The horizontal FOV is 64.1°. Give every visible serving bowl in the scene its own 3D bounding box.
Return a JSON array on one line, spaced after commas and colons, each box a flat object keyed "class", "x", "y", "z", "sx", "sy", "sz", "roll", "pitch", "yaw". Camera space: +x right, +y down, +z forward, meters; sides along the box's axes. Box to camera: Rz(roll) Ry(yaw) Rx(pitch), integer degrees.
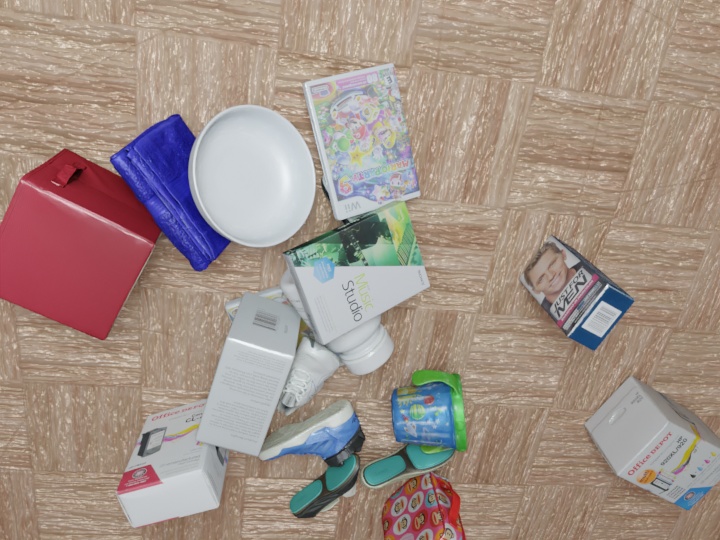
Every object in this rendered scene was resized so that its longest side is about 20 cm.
[{"class": "serving bowl", "x": -0.164, "y": -0.134, "z": 0.842, "sx": 0.199, "sy": 0.066, "sz": 0.202, "roll": -1, "pitch": 92, "yaw": -40}]

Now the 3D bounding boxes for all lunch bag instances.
[{"class": "lunch bag", "x": 0.126, "y": 0.486, "z": 1.113, "sx": 0.082, "sy": 0.200, "sz": 0.176, "roll": 39, "pitch": 105, "yaw": -16}]

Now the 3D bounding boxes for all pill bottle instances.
[{"class": "pill bottle", "x": -0.031, "y": 0.067, "z": 0.929, "sx": 0.114, "sy": 0.115, "sz": 0.201, "roll": -30, "pitch": 113, "yaw": 7}]

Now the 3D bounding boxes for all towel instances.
[{"class": "towel", "x": -0.246, "y": -0.116, "z": 0.832, "sx": 0.049, "sy": 0.148, "sz": 0.201, "roll": -13, "pitch": 121, "yaw": 34}]

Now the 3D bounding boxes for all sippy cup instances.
[{"class": "sippy cup", "x": 0.124, "y": 0.263, "z": 1.058, "sx": 0.129, "sy": 0.140, "sz": 0.179, "roll": -5, "pitch": 91, "yaw": 6}]

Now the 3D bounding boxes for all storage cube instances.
[{"class": "storage cube", "x": -0.400, "y": -0.039, "z": 0.832, "sx": 0.179, "sy": 0.171, "sz": 0.201, "roll": 27, "pitch": 108, "yaw": -19}]

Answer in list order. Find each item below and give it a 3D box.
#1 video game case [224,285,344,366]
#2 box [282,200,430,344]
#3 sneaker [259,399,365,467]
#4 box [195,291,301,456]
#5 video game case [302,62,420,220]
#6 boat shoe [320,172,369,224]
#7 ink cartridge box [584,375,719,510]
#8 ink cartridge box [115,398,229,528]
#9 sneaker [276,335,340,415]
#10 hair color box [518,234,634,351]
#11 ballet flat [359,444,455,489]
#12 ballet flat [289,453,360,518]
[{"class": "video game case", "x": -0.112, "y": 0.107, "z": 1.012, "sx": 0.199, "sy": 0.023, "sz": 0.183, "roll": -17, "pitch": 114, "yaw": 1}, {"class": "box", "x": 0.000, "y": 0.000, "z": 0.849, "sx": 0.199, "sy": 0.036, "sz": 0.145, "roll": -28, "pitch": 110, "yaw": -22}, {"class": "sneaker", "x": -0.087, "y": 0.335, "z": 1.084, "sx": 0.199, "sy": 0.077, "sz": 0.112, "roll": -27, "pitch": 103, "yaw": -1}, {"class": "box", "x": -0.177, "y": 0.165, "z": 0.932, "sx": 0.106, "sy": 0.153, "sz": 0.201, "roll": 18, "pitch": 113, "yaw": -9}, {"class": "video game case", "x": 0.006, "y": -0.190, "z": 0.854, "sx": 0.142, "sy": 0.018, "sz": 0.201, "roll": -19, "pitch": 105, "yaw": -18}, {"class": "boat shoe", "x": 0.003, "y": -0.076, "z": 0.920, "sx": 0.200, "sy": 0.076, "sz": 0.060, "roll": 49, "pitch": 142, "yaw": -8}, {"class": "ink cartridge box", "x": 0.583, "y": 0.337, "z": 1.129, "sx": 0.199, "sy": 0.145, "sz": 0.148, "roll": 28, "pitch": 109, "yaw": -17}, {"class": "ink cartridge box", "x": -0.309, "y": 0.321, "z": 0.986, "sx": 0.147, "sy": 0.200, "sz": 0.086, "roll": -16, "pitch": 114, "yaw": 1}, {"class": "sneaker", "x": -0.090, "y": 0.179, "z": 0.940, "sx": 0.074, "sy": 0.087, "sz": 0.200, "roll": 31, "pitch": 143, "yaw": 9}, {"class": "hair color box", "x": 0.341, "y": 0.030, "z": 0.933, "sx": 0.060, "sy": 0.200, "sz": 0.100, "roll": 26, "pitch": 108, "yaw": -17}, {"class": "ballet flat", "x": 0.091, "y": 0.382, "z": 1.136, "sx": 0.199, "sy": 0.070, "sz": 0.070, "roll": -13, "pitch": 115, "yaw": -13}, {"class": "ballet flat", "x": -0.056, "y": 0.430, "z": 1.144, "sx": 0.068, "sy": 0.068, "sz": 0.200, "roll": 36, "pitch": 116, "yaw": -30}]
